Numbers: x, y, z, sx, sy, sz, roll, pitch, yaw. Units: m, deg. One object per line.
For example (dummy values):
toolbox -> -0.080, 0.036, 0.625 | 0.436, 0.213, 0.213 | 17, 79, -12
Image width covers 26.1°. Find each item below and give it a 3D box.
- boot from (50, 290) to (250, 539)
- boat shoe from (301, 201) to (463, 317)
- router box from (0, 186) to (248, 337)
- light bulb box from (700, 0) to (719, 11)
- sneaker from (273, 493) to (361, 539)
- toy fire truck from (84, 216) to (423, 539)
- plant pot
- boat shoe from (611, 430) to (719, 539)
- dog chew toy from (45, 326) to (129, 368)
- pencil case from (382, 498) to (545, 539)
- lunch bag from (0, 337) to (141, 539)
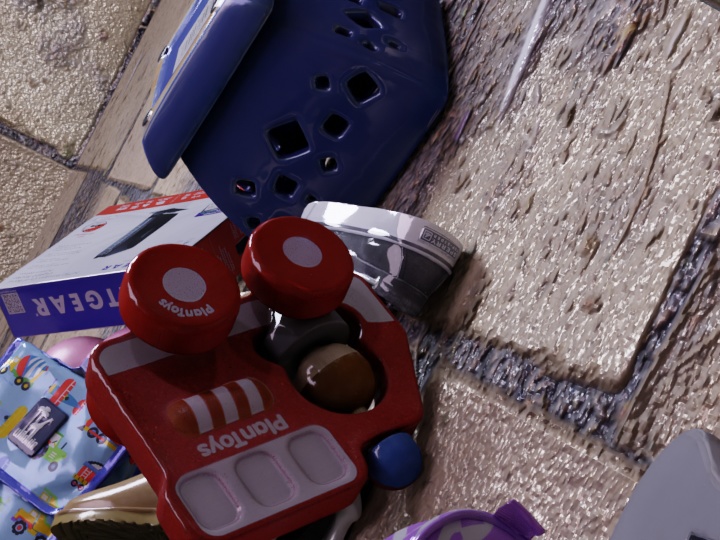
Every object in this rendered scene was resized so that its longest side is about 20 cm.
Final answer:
boot -> -0.116, 0.110, 1.112 | 0.175, 0.066, 0.200 | -4, 49, 18
boat shoe -> 0.000, 0.000, 1.033 | 0.068, 0.072, 0.200 | -63, 24, -8
router box -> -0.182, -0.012, 1.336 | 0.200, 0.049, 0.179 | -8, 22, 32
light bulb box -> 0.157, -0.161, 0.594 | 0.125, 0.198, 0.200 | -59, 16, 17
sneaker -> -0.065, 0.183, 0.937 | 0.200, 0.070, 0.080 | -58, 21, 14
toy fire truck -> -0.051, 0.071, 0.880 | 0.168, 0.200, 0.112 | 53, 138, 26
plant pot -> -0.058, -0.148, 1.227 | 0.200, 0.180, 0.200 | -53, 18, 28
boat shoe -> 0.131, 0.099, 0.490 | 0.072, 0.066, 0.200 | -60, 4, -6
dog chew toy -> -0.216, 0.107, 1.284 | 0.200, 0.125, 0.125 | -3, 49, 21
pencil case -> 0.010, 0.168, 0.734 | 0.086, 0.084, 0.200 | -45, 7, -33
lunch bag -> -0.251, 0.158, 1.195 | 0.150, 0.094, 0.200 | 27, 82, 32
